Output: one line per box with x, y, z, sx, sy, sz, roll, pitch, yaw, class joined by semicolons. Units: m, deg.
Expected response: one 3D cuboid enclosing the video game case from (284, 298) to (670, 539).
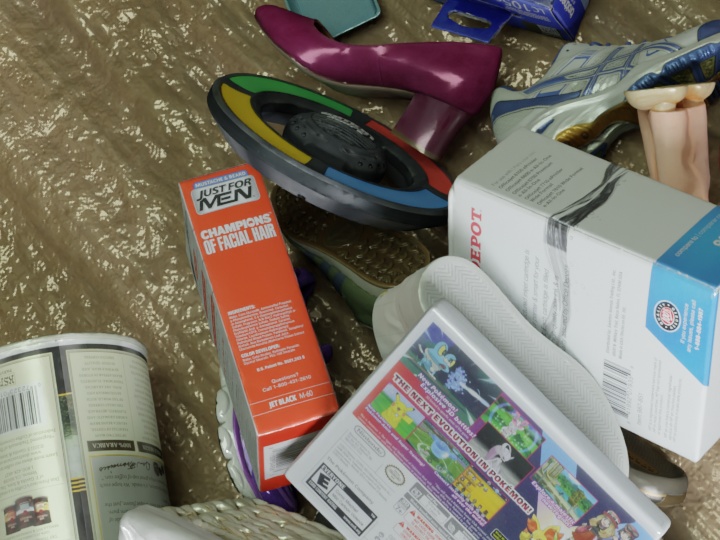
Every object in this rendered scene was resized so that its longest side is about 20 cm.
0.070;0.145;1.258;0.200;0.023;0.182;45;124;7;video game case

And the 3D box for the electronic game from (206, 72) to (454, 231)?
-0.018;-0.087;1.412;0.200;0.200;0.042;35;111;24;electronic game

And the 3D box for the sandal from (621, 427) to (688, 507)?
0.144;0.092;1.359;0.200;0.082;0.055;34;113;22;sandal

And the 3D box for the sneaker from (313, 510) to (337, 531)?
0.013;0.152;1.410;0.200;0.074;0.089;-45;46;8;sneaker

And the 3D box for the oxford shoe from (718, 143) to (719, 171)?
0.302;-0.010;1.342;0.070;0.075;0.201;-7;93;41;oxford shoe

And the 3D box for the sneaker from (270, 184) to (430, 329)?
0.000;0.000;1.447;0.067;0.090;0.200;-31;35;-14;sneaker

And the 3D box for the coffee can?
-0.212;0.163;1.441;0.146;0.146;0.201;-17;70;15;coffee can

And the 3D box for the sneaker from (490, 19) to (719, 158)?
0.183;-0.141;1.417;0.199;0.075;0.088;-27;58;6;sneaker

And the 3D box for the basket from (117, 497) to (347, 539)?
-0.086;0.264;1.339;0.135;0.123;0.201;17;105;39;basket

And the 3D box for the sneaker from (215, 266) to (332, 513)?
-0.060;0.087;1.445;0.083;0.081;0.201;-6;73;13;sneaker

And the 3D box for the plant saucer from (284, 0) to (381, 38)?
-0.043;-0.270;1.565;0.070;0.019;0.201;-25;68;13;plant saucer

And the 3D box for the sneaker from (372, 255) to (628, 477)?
0.090;0.080;1.308;0.074;0.116;0.200;-40;96;-23;sneaker

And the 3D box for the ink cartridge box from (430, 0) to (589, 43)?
0.118;-0.260;1.473;0.136;0.076;0.201;20;85;24;ink cartridge box

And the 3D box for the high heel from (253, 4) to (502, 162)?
0.013;-0.170;1.478;0.200;0.067;0.096;36;98;18;high heel

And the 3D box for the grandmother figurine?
0.225;-0.027;1.354;0.060;0.121;0.201;1;98;49;grandmother figurine

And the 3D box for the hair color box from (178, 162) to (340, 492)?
-0.071;0.039;1.378;0.064;0.111;0.201;-16;65;-9;hair color box

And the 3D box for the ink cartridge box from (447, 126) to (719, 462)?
0.161;0.013;1.292;0.200;0.146;0.084;25;46;30;ink cartridge box
